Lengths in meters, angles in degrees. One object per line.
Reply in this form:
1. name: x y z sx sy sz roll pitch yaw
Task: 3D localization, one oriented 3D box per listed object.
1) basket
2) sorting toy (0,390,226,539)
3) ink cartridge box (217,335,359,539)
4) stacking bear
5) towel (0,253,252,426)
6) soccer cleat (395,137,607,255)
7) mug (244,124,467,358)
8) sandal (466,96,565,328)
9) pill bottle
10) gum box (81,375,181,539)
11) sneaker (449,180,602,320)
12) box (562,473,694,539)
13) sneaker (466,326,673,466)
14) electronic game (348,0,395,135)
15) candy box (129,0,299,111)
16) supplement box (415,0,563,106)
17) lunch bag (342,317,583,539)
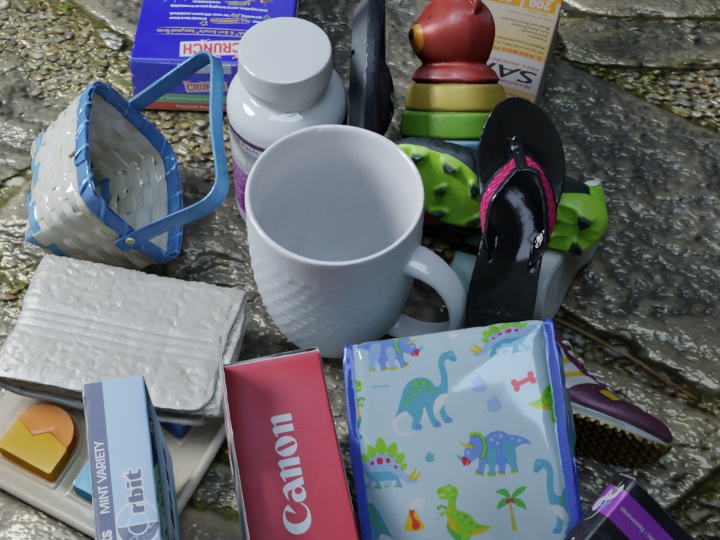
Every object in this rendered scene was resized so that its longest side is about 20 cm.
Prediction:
1. basket: -0.204 -0.096 1.010 0.198 0.139 0.179 -26 49 26
2. sorting toy: -0.213 0.123 0.933 0.197 0.037 0.186 21 56 14
3. ink cartridge box: -0.050 0.169 0.817 0.082 0.177 0.202 -9 54 -8
4. stacking bear: 0.085 -0.153 1.030 0.112 0.204 0.121 -2 11 -15
5. towel: -0.199 0.059 0.943 0.196 0.035 0.134 11 53 3
6. soccer cleat: 0.120 -0.072 0.964 0.197 0.068 0.081 20 37 2
7. mug: 0.000 0.000 0.943 0.197 0.177 0.149 24 56 15
8. sandal: 0.126 -0.041 0.892 0.074 0.045 0.204 7 85 1
9. pill bottle: -0.066 -0.128 1.020 0.110 0.202 0.114 1 53 -1
10. gum box: -0.150 0.188 0.765 0.044 0.201 0.173 -8 66 -7
11. sneaker: 0.152 -0.033 1.031 0.116 0.075 0.201 12 37 27
12. box: 0.168 0.265 0.761 0.143 0.036 0.200 44 83 -5
13. sneaker: 0.175 0.094 0.941 0.197 0.075 0.091 19 60 11
14. electronic game: 0.013 -0.162 1.047 0.041 0.202 0.203 2 53 2
15. candy box: -0.151 -0.268 1.199 0.166 0.078 0.203 3 52 0
16. supplement box: 0.133 -0.210 1.164 0.124 0.074 0.202 13 55 9
17. lunch bag: 0.083 0.153 0.842 0.167 0.128 0.204 -9 71 12
